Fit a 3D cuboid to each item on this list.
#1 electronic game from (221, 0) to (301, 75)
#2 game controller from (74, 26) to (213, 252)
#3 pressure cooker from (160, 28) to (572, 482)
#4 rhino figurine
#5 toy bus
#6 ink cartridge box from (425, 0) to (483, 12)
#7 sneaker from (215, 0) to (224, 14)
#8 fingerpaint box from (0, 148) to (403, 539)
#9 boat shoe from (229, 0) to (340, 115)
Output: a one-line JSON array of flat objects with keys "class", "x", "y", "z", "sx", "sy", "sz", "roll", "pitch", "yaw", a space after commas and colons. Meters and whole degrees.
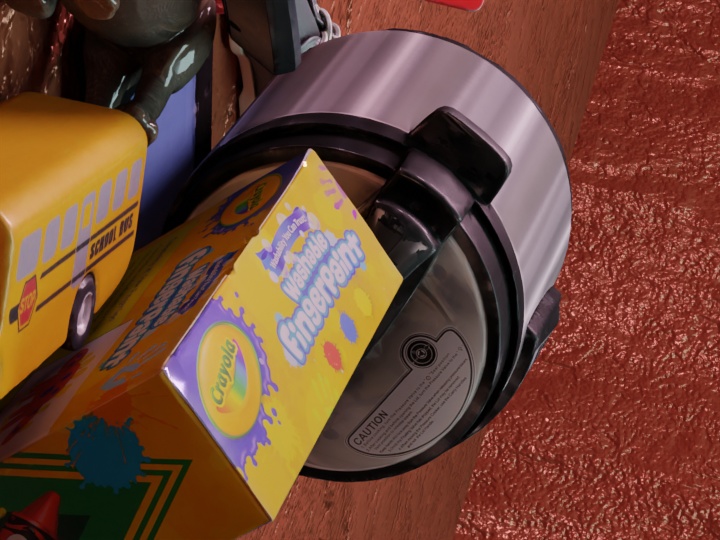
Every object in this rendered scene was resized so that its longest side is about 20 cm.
[{"class": "electronic game", "x": -0.050, "y": -0.180, "z": 1.070, "sx": 0.200, "sy": 0.041, "sz": 0.202, "roll": 169, "pitch": -90, "yaw": -87}, {"class": "game controller", "x": -0.097, "y": -0.058, "z": 1.186, "sx": 0.201, "sy": 0.042, "sz": 0.105, "roll": 94, "pitch": 14, "yaw": -46}, {"class": "pressure cooker", "x": -0.003, "y": -0.001, "z": 1.191, "sx": 0.200, "sy": 0.177, "sz": 0.177, "roll": -56, "pitch": 144, "yaw": -62}, {"class": "rhino figurine", "x": -0.098, "y": -0.132, "z": 1.010, "sx": 0.201, "sy": 0.059, "sz": 0.088, "roll": 81, "pitch": 29, "yaw": -52}, {"class": "toy bus", "x": -0.137, "y": -0.004, "z": 0.942, "sx": 0.200, "sy": 0.065, "sz": 0.079, "roll": -50, "pitch": 152, "yaw": -70}, {"class": "ink cartridge box", "x": 0.041, "y": -0.260, "z": 1.487, "sx": 0.067, "sy": 0.115, "sz": 0.201, "roll": 78, "pitch": 27, "yaw": -72}, {"class": "sneaker", "x": -0.048, "y": -0.183, "z": 1.269, "sx": 0.085, "sy": 0.077, "sz": 0.200, "roll": -59, "pitch": 176, "yaw": 32}, {"class": "fingerpaint box", "x": -0.088, "y": 0.055, "z": 1.015, "sx": 0.074, "sy": 0.166, "sz": 0.200, "roll": 54, "pitch": 26, "yaw": -13}, {"class": "boat shoe", "x": -0.032, "y": -0.126, "z": 1.414, "sx": 0.201, "sy": 0.061, "sz": 0.073, "roll": 89, "pitch": 17, "yaw": -59}]
